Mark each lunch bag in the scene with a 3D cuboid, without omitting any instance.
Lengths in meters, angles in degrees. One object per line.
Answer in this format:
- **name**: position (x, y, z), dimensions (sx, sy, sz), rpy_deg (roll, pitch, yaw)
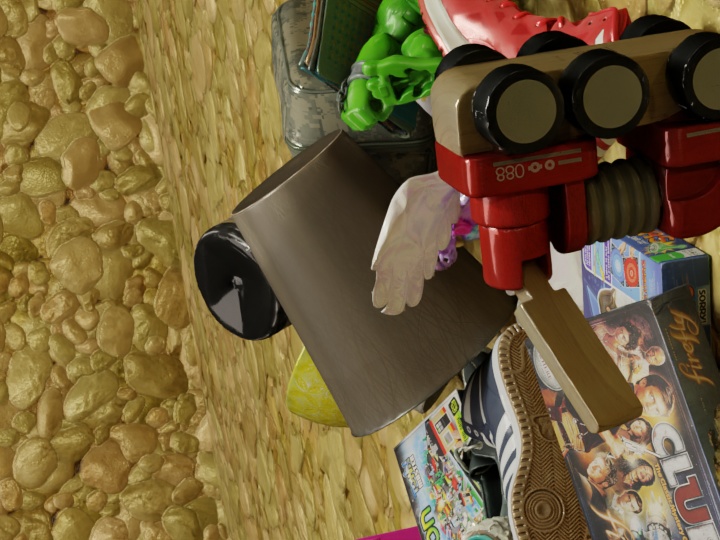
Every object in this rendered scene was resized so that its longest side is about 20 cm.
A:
- **lunch bag**: position (-0.004, -0.132, 1.608), dimensions (0.200, 0.139, 0.168), rpy_deg (-104, 12, -56)

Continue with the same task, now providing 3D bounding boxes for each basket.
- **basket**: position (0.000, 0.000, 1.477), dimensions (0.200, 0.180, 0.136), rpy_deg (51, 156, -10)

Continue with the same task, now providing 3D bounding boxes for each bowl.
- **bowl**: position (0.031, 0.068, 1.668), dimensions (0.108, 0.200, 0.200), rpy_deg (30, 148, 12)

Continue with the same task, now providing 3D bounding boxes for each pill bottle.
- **pill bottle**: position (-0.047, -0.023, 1.694), dimensions (0.112, 0.200, 0.112), rpy_deg (24, 129, 34)

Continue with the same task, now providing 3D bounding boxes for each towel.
- **towel**: position (0.012, -0.219, 1.447), dimensions (0.147, 0.022, 0.200), rpy_deg (29, -117, -51)

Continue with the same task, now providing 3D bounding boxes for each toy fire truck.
- **toy fire truck**: position (0.141, -0.029, 1.042), dimensions (0.129, 0.176, 0.200), rpy_deg (-137, 38, -67)

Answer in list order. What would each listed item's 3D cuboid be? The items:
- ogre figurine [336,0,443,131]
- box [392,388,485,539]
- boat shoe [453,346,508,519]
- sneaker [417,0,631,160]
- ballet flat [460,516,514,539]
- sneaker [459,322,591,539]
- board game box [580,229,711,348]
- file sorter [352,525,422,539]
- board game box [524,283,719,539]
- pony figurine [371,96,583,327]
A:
- **ogre figurine**: position (0.059, -0.195, 1.355), dimensions (0.120, 0.098, 0.200), rpy_deg (-86, 18, -52)
- **box**: position (0.097, 0.217, 1.619), dimensions (0.110, 0.035, 0.200), rpy_deg (-48, 49, 41)
- **boat shoe**: position (0.112, 0.153, 1.537), dimensions (0.073, 0.062, 0.200), rpy_deg (102, 155, -57)
- **sneaker**: position (0.121, -0.149, 1.205), dimensions (0.078, 0.115, 0.200), rpy_deg (23, -145, -55)
- **ballet flat**: position (0.154, 0.271, 1.433), dimensions (0.200, 0.072, 0.072), rpy_deg (56, 161, 11)
- **sneaker**: position (0.129, 0.150, 1.446), dimensions (0.109, 0.070, 0.200), rpy_deg (130, 136, -66)
- **board game box**: position (0.188, 0.070, 1.221), dimensions (0.135, 0.034, 0.200), rpy_deg (-135, 38, -67)
- **file sorter**: position (0.073, 0.346, 1.677), dimensions (0.125, 0.139, 0.200), rpy_deg (99, 157, -57)
- **board game box**: position (0.183, 0.120, 1.148), dimensions (0.135, 0.035, 0.200), rpy_deg (-26, 82, 58)
- **pony figurine**: position (0.084, -0.057, 1.339), dimensions (0.200, 0.166, 0.193), rpy_deg (-159, 79, -71)
